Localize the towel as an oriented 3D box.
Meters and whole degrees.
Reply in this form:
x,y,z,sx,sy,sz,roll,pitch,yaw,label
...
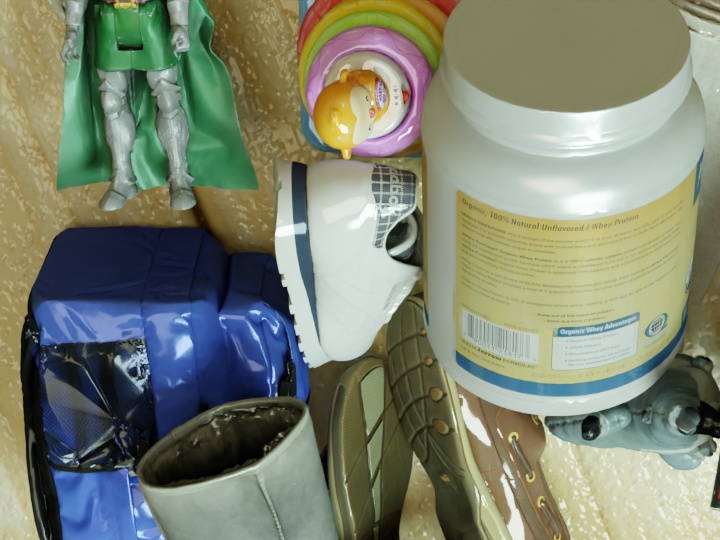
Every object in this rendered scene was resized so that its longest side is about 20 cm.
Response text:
x,y,z,sx,sy,sz,roll,pitch,yaw,label
0.158,-0.075,1.170,0.132,0.035,0.200,23,136,6,towel

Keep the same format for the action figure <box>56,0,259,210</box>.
x,y,z,sx,sy,sz,roll,pitch,yaw,label
-0.123,-0.131,1.150,0.118,0.055,0.201,-2,114,6,action figure

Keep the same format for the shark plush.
x,y,z,sx,sy,sz,roll,pitch,yaw,label
0.159,0.089,1.179,0.083,0.200,0.091,-10,102,-5,shark plush

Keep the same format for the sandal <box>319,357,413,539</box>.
x,y,z,sx,sy,sz,roll,pitch,yaw,label
-0.007,0.149,1.295,0.054,0.080,0.201,11,116,28,sandal

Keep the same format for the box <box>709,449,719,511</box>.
x,y,z,sx,sy,sz,roll,pitch,yaw,label
0.227,0.034,1.139,0.038,0.137,0.201,9,84,15,box

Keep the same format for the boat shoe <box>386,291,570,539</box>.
x,y,z,sx,sy,sz,roll,pitch,yaw,label
0.071,0.098,1.266,0.067,0.072,0.201,-27,109,-23,boat shoe

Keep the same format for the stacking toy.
x,y,z,sx,sy,sz,roll,pitch,yaw,label
0.006,-0.100,1.133,0.109,0.200,0.117,2,105,9,stacking toy

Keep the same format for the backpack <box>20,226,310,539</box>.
x,y,z,sx,sy,sz,roll,pitch,yaw,label
-0.114,0.092,1.238,0.167,0.163,0.201,2,108,5,backpack

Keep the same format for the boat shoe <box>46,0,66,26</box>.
x,y,z,sx,sy,sz,roll,pitch,yaw,label
-0.146,-0.171,1.205,0.073,0.067,0.200,-32,101,17,boat shoe

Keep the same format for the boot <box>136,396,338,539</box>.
x,y,z,sx,sy,sz,roll,pitch,yaw,label
-0.021,0.147,1.188,0.181,0.073,0.201,-25,123,-18,boot

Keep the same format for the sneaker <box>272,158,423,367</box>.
x,y,z,sx,sy,sz,roll,pitch,yaw,label
0.000,0.000,1.187,0.080,0.200,0.077,-7,68,3,sneaker

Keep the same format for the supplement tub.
x,y,z,sx,sy,sz,roll,pitch,yaw,label
0.103,-0.040,1.100,0.144,0.145,0.201,5,133,7,supplement tub
